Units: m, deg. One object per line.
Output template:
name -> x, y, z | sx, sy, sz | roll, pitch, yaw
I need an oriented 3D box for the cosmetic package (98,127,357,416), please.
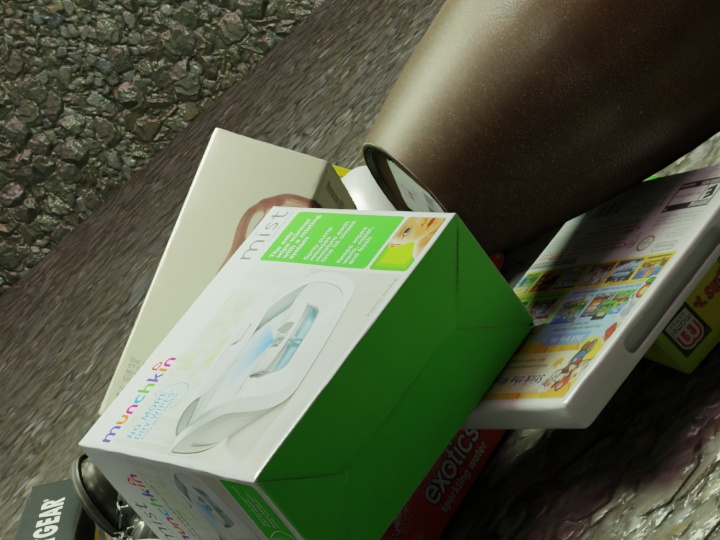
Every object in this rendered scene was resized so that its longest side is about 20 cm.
cosmetic package -> -0.081, 0.026, 1.423 | 0.103, 0.087, 0.201 | 53, -125, -68

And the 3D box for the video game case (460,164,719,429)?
video game case -> 0.130, 0.017, 1.268 | 0.182, 0.023, 0.200 | -50, 14, -17

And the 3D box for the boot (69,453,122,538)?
boot -> -0.076, 0.120, 1.500 | 0.174, 0.199, 0.070 | -44, 46, 31

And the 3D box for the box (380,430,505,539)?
box -> 0.012, 0.112, 1.392 | 0.095, 0.100, 0.200 | -28, 21, 53

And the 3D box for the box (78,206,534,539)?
box -> -0.030, 0.067, 1.275 | 0.176, 0.097, 0.200 | 6, 51, 51

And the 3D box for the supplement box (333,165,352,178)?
supplement box -> -0.045, -0.009, 1.858 | 0.200, 0.109, 0.110 | -22, 59, 61

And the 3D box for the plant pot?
plant pot -> 0.104, -0.103, 1.300 | 0.200, 0.187, 0.187 | -42, 11, -12

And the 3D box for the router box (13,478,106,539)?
router box -> -0.200, 0.247, 1.538 | 0.051, 0.150, 0.200 | -12, 15, 1

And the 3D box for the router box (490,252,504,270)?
router box -> 0.009, 0.069, 1.657 | 0.200, 0.049, 0.180 | -39, 14, 28

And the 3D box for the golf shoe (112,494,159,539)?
golf shoe -> -0.118, 0.223, 1.490 | 0.201, 0.094, 0.078 | 101, 159, -48

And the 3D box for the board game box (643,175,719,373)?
board game box -> 0.179, -0.003, 1.330 | 0.102, 0.048, 0.200 | -47, 13, -5

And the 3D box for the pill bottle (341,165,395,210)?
pill bottle -> 0.000, 0.000, 1.533 | 0.200, 0.111, 0.111 | -42, 13, 14
